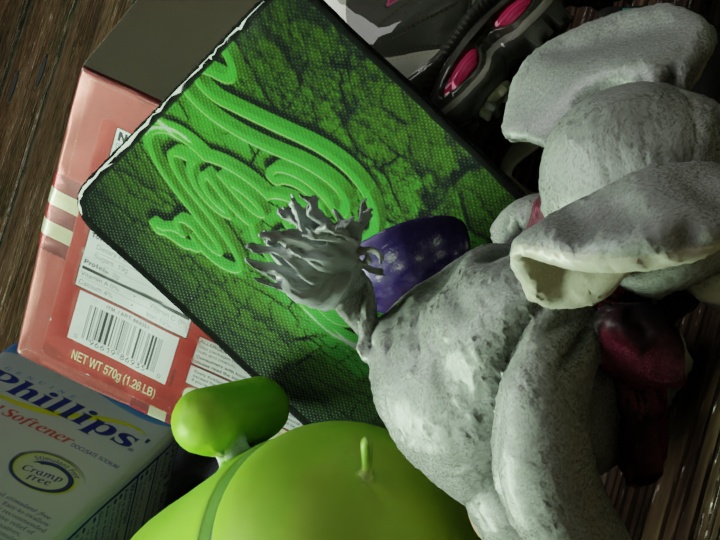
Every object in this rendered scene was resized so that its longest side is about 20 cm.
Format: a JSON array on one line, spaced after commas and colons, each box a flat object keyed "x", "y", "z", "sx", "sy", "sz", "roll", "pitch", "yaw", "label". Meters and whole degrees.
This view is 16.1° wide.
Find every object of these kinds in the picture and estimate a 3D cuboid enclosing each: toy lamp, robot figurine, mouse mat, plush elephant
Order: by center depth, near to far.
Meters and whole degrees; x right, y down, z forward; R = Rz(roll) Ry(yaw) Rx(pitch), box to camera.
[{"x": 0.085, "y": 0.005, "z": 0.816, "sx": 0.155, "sy": 0.200, "sz": 0.165, "roll": -37, "pitch": 26, "yaw": 31, "label": "plush elephant"}, {"x": 0.046, "y": 0.079, "z": 0.897, "sx": 0.058, "sy": 0.058, "sz": 0.201, "roll": -48, "pitch": 57, "yaw": 52, "label": "toy lamp"}, {"x": 0.000, "y": 0.000, "z": 0.978, "sx": 0.161, "sy": 0.200, "sz": 0.008, "roll": -41, "pitch": 9, "yaw": 39, "label": "mouse mat"}, {"x": -0.027, "y": 0.128, "z": 0.981, "sx": 0.200, "sy": 0.115, "sz": 0.176, "roll": -37, "pitch": 78, "yaw": 55, "label": "robot figurine"}]

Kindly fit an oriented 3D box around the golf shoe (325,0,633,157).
[{"x": 0.072, "y": -0.135, "z": 0.987, "sx": 0.200, "sy": 0.088, "sz": 0.077, "roll": -44, "pitch": -17, "yaw": -23, "label": "golf shoe"}]

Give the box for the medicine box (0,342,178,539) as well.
[{"x": -0.184, "y": 0.164, "z": 1.203, "sx": 0.200, "sy": 0.102, "sz": 0.183, "roll": -43, "pitch": -28, "yaw": -59, "label": "medicine box"}]

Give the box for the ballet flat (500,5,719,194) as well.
[{"x": 0.077, "y": -0.016, "z": 0.991, "sx": 0.068, "sy": 0.068, "sz": 0.201, "roll": -115, "pitch": 46, "yaw": -64, "label": "ballet flat"}]

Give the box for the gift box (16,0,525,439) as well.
[{"x": -0.039, "y": -0.035, "z": 1.098, "sx": 0.187, "sy": 0.184, "sz": 0.201, "roll": -59, "pitch": -4, "yaw": -49, "label": "gift box"}]

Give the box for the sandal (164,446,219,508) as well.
[{"x": -0.054, "y": 0.094, "z": 1.259, "sx": 0.076, "sy": 0.043, "sz": 0.200, "roll": -53, "pitch": 10, "yaw": -25, "label": "sandal"}]
